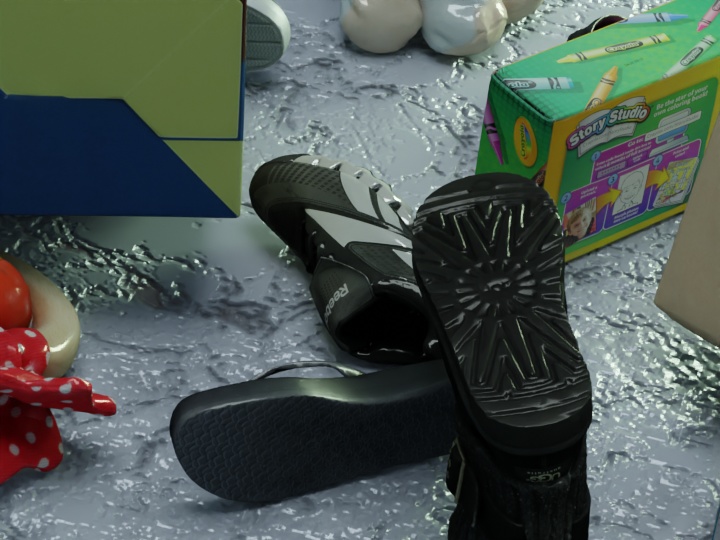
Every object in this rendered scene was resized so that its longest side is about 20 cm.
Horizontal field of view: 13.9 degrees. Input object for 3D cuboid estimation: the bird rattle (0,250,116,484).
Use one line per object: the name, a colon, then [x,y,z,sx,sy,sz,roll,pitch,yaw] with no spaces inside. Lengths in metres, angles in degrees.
bird rattle: [-0.212,0.024,1.587,0.199,0.113,0.163,20,25,11]

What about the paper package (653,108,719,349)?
paper package: [0.275,-0.024,1.594,0.103,0.192,0.200,13,12,-33]

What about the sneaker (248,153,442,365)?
sneaker: [0.000,0.000,1.667,0.200,0.067,0.090,34,44,26]

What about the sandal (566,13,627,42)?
sandal: [0.169,-0.140,1.875,0.200,0.048,0.075,-29,51,-36]

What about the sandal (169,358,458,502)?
sandal: [-0.015,0.078,1.573,0.199,0.076,0.043,-5,41,-30]

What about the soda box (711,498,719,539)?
soda box: [0.288,0.135,1.547,0.199,0.069,0.064,16,40,12]

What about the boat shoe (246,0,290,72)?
boat shoe: [-0.135,-0.180,1.856,0.199,0.074,0.067,14,42,9]

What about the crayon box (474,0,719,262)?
crayon box: [0.162,-0.086,1.755,0.199,0.119,0.058,-22,48,-31]

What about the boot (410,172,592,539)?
boot: [0.075,0.068,1.528,0.079,0.158,0.212,-7,43,0]

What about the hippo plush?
hippo plush: [0.049,-0.252,1.904,0.158,0.161,0.200,-7,42,-16]

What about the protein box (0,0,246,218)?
protein box: [-0.171,-0.119,1.679,0.197,0.136,0.200,1,16,-8]
